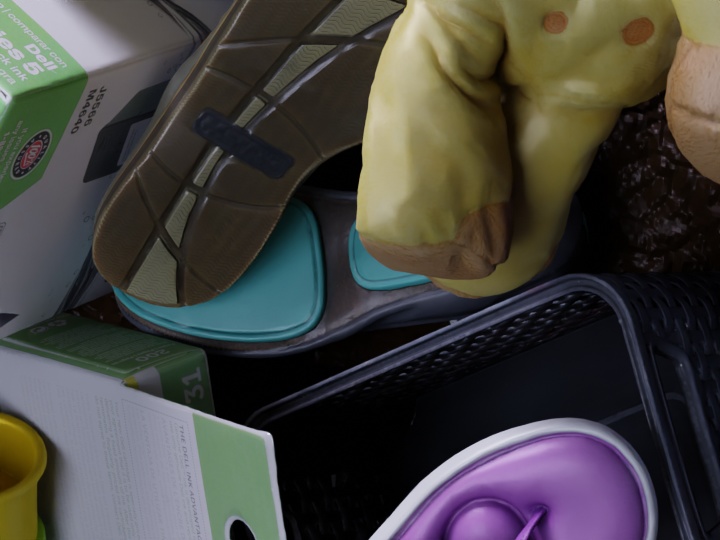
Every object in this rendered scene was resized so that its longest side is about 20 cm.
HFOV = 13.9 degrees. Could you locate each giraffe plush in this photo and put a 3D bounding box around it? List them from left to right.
[{"bbox_3d":[0.096,-0.085,0.959,0.161,0.173,0.201,6,119,16],"label":"giraffe plush"}]

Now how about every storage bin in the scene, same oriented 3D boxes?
[{"bbox_3d":[0.062,0.091,1.101,0.199,0.093,0.136,-25,74,37],"label":"storage bin"}]

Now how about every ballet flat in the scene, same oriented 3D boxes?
[{"bbox_3d":[0.000,0.000,1.148,0.199,0.073,0.074,-9,97,27],"label":"ballet flat"}]

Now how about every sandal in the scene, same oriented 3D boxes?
[{"bbox_3d":[-0.030,-0.068,1.102,0.080,0.054,0.200,34,118,-19],"label":"sandal"},{"bbox_3d":[0.019,0.128,1.014,0.202,0.050,0.083,-37,99,19],"label":"sandal"}]

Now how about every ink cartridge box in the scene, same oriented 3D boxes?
[{"bbox_3d":[-0.126,-0.056,1.147,0.084,0.200,0.146,41,123,17],"label":"ink cartridge box"},{"bbox_3d":[-0.067,0.104,1.136,0.199,0.048,0.147,12,116,50],"label":"ink cartridge box"}]

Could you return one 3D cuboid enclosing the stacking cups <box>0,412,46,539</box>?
[{"bbox_3d":[-0.156,0.151,1.202,0.060,0.060,0.201,26,132,28],"label":"stacking cups"}]
